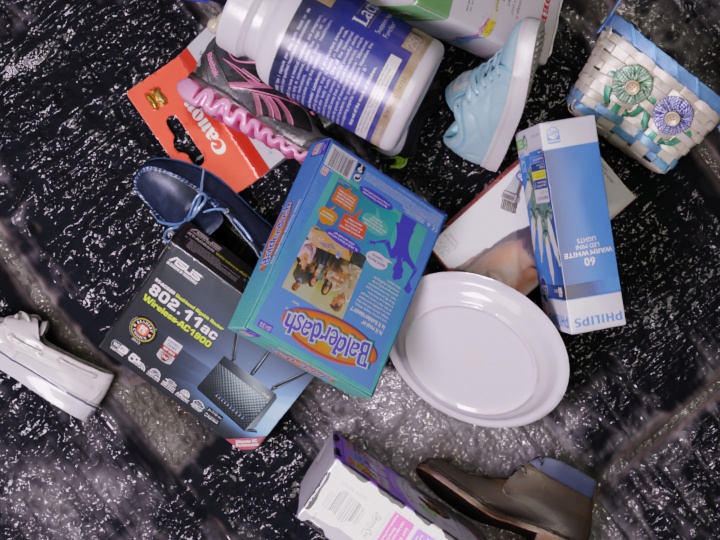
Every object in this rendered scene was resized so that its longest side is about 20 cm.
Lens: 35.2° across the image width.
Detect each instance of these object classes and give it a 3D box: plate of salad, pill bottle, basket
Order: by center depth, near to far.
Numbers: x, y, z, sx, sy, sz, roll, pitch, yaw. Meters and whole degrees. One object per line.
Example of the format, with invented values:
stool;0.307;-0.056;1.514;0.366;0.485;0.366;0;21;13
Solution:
pill bottle;-0.030;-0.209;1.082;0.198;0.116;0.117;28;89;1
basket;0.321;-0.211;1.164;0.175;0.139;0.201;34;99;-1
plate of salad;0.119;0.079;1.165;0.198;0.048;0.202;15;130;18

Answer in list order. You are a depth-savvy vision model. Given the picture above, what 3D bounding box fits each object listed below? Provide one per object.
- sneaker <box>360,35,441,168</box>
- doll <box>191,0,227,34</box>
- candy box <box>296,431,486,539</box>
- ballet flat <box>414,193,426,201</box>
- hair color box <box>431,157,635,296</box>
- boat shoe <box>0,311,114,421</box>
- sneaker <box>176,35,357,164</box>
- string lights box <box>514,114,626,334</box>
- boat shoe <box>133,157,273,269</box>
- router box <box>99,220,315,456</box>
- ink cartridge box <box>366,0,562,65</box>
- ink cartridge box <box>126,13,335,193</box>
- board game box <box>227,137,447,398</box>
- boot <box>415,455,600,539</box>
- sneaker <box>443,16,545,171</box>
sneaker;0.051;-0.206;1.201;0.083;0.071;0.202;31;73;-44
doll;-0.140;-0.303;1.163;0.197;0.049;0.138;5;65;12
candy box;0.037;0.257;1.143;0.199;0.168;0.072;34;90;-2
ballet flat;0.000;0.000;1.199;0.199;0.076;0.064;-39;122;3
hair color box;0.176;-0.052;1.199;0.200;0.064;0.111;-42;93;0
boat shoe;-0.348;0.076;1.177;0.199;0.072;0.066;35;85;-3
sneaker;-0.084;-0.171;1.145;0.199;0.079;0.096;29;90;3
string lights box;0.206;-0.045;1.118;0.058;0.103;0.203;-9;92;-5
boat shoe;-0.149;-0.048;1.172;0.199;0.069;0.085;29;121;0
router box;-0.142;0.071;1.152;0.199;0.062;0.150;36;113;-6
ink cartridge box;0.112;-0.303;1.135;0.199;0.084;0.147;13;90;-42
ink cartridge box;-0.124;-0.183;1.194;0.199;0.047;0.161;-35;92;-4
board game box;-0.019;-0.001;1.092;0.151;0.045;0.202;31;73;-24
boot;0.160;0.228;1.207;0.199;0.075;0.098;31;72;-3
sneaker;0.126;-0.177;1.139;0.081;0.201;0.074;18;52;2
